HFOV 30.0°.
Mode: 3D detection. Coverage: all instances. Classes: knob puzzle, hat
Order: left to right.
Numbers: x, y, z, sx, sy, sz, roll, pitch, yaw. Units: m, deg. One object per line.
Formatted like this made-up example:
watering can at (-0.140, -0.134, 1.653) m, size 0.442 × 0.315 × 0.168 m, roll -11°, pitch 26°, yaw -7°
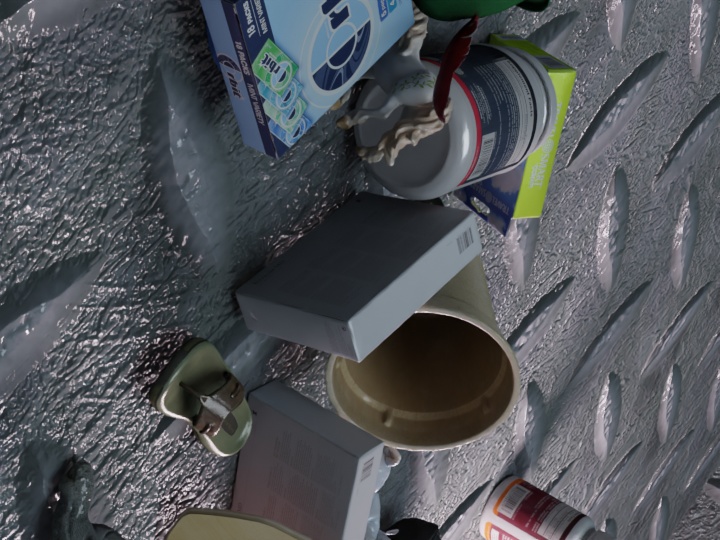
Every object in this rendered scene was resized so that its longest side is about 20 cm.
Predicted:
knob puzzle at (-0.124, 0.311, 1.403) m, size 0.030 × 0.219 × 0.220 m, roll -79°, pitch 174°, yaw -54°
hat at (0.062, -0.240, 1.240) m, size 0.176 × 0.166 × 0.200 m, roll -49°, pitch 180°, yaw -3°

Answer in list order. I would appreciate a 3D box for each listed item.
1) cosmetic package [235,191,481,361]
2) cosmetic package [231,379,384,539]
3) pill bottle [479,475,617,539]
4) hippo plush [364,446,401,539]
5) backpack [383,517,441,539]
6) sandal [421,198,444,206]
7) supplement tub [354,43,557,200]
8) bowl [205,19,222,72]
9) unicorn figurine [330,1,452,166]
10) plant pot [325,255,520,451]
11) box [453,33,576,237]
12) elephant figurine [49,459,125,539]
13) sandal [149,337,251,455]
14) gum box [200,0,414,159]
cosmetic package at (0.000, 0.000, 1.322) m, size 0.200 × 0.151 × 0.052 m, roll -40°, pitch 130°, yaw -35°
cosmetic package at (-0.063, 0.238, 1.436) m, size 0.052 × 0.151 × 0.200 m, roll -27°, pitch 136°, yaw -50°
pill bottle at (0.299, 0.419, 2.124) m, size 0.114 × 0.200 × 0.114 m, roll -39°, pitch 144°, yaw -36°
hippo plush at (0.002, 0.273, 1.561) m, size 0.200 × 0.159 × 0.161 m, roll -16°, pitch 128°, yaw -52°
backpack at (0.058, 0.453, 1.843) m, size 0.163 × 0.154 × 0.200 m, roll -50°, pitch 127°, yaw -26°
sandal at (0.086, -0.005, 1.579) m, size 0.080 × 0.057 × 0.201 m, roll -76°, pitch 152°, yaw -52°
supplement tub at (0.101, -0.158, 1.383) m, size 0.200 × 0.140 × 0.140 m, roll -23°, pitch 132°, yaw -50°
bowl at (-0.057, -0.243, 1.160) m, size 0.201 × 0.039 × 0.201 m, roll -39°, pitch 144°, yaw -36°
unicorn figurine at (0.025, -0.191, 1.263) m, size 0.137 × 0.200 × 0.074 m, roll -35°, pitch 156°, yaw 6°
plant pot at (0.067, 0.058, 1.438) m, size 0.184 × 0.200 × 0.201 m, roll -86°, pitch 177°, yaw -51°
box at (0.172, -0.153, 1.519) m, size 0.048 × 0.122 × 0.200 m, roll -5°, pitch 120°, yaw -29°
elephant figurine at (-0.244, 0.302, 1.233) m, size 0.155 × 0.141 × 0.200 m, roll 123°, pitch -10°, yaw -66°
sandal at (-0.139, 0.128, 1.300) m, size 0.080 × 0.057 × 0.201 m, roll -56°, pitch 151°, yaw -13°
gum box at (-0.038, -0.220, 1.123) m, size 0.200 × 0.045 × 0.170 m, roll -49°, pitch 149°, yaw -26°
